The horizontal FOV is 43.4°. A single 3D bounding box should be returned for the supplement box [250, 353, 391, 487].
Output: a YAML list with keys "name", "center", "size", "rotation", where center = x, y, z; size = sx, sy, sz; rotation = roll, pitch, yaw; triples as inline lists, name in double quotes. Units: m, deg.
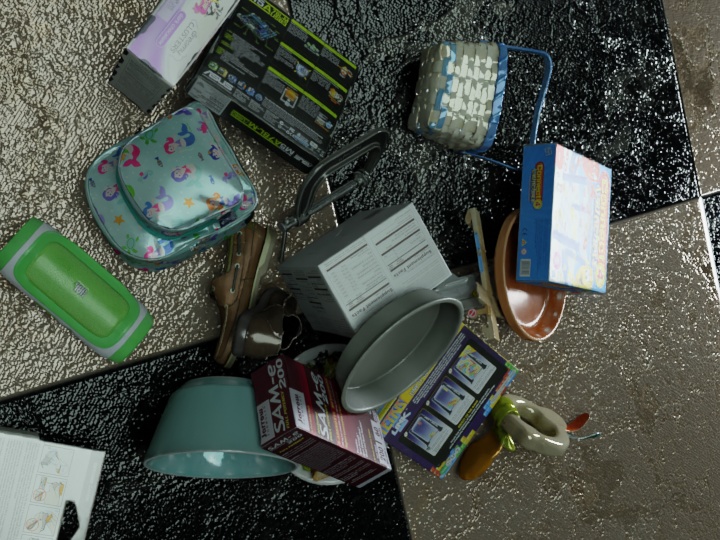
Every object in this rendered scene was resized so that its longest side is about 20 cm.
- name: "supplement box"
  center: [-0.049, 0.196, 1.160]
  size: [0.061, 0.110, 0.199]
  rotation: [-33, 139, 22]

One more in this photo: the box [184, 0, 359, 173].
- name: "box"
  center: [-0.112, -0.259, 1.220]
  size: [0.199, 0.047, 0.195]
  rotation: [32, 50, -19]

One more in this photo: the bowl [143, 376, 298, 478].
- name: "bowl"
  center: [-0.177, 0.202, 1.173]
  size: [0.198, 0.201, 0.107]
  rotation: [9, 67, -21]

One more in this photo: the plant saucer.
- name: "plant saucer"
  center: [0.255, 0.006, 1.371]
  size: [0.199, 0.032, 0.203]
  rotation: [9, 78, -50]

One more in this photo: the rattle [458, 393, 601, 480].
- name: "rattle"
  center: [0.267, 0.276, 1.399]
  size: [0.199, 0.129, 0.145]
  rotation: [14, 96, -47]

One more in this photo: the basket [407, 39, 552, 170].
- name: "basket"
  center: [0.179, -0.252, 1.321]
  size: [0.197, 0.139, 0.179]
  rotation: [12, 91, -15]

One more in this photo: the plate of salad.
- name: "plate of salad"
  center: [-0.036, 0.206, 1.289]
  size: [0.197, 0.048, 0.203]
  rotation: [0, 90, -21]

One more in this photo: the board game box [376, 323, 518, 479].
- name: "board game box"
  center: [0.113, 0.177, 1.305]
  size: [0.165, 0.057, 0.201]
  rotation: [39, 86, -32]

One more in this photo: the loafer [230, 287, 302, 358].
- name: "loafer"
  center: [-0.111, 0.078, 1.187]
  size: [0.070, 0.200, 0.074]
  rotation: [15, 105, 6]

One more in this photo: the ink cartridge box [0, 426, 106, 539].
- name: "ink cartridge box"
  center: [-0.431, 0.306, 1.136]
  size: [0.174, 0.045, 0.203]
  rotation: [15, 85, -20]

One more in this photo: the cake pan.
- name: "cake pan"
  center: [0.046, 0.100, 1.155]
  size: [0.199, 0.201, 0.037]
  rotation: [-33, 62, -18]

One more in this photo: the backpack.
- name: "backpack"
  center: [-0.246, -0.101, 1.157]
  size: [0.198, 0.151, 0.179]
  rotation: [-30, 87, -9]

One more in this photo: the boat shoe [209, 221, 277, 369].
- name: "boat shoe"
  center: [-0.174, 0.029, 1.229]
  size: [0.067, 0.072, 0.203]
  rotation: [19, 74, -15]

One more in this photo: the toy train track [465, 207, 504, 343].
- name: "toy train track"
  center: [0.169, 0.007, 1.312]
  size: [0.115, 0.032, 0.203]
  rotation: [35, 46, -59]

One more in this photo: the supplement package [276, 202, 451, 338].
- name: "supplement package"
  center: [0.000, 0.000, 1.220]
  size: [0.155, 0.200, 0.112]
  rotation: [-34, 101, -17]

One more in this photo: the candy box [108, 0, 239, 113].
- name: "candy box"
  center: [-0.229, -0.297, 1.131]
  size: [0.071, 0.200, 0.169]
  rotation: [38, 77, -17]

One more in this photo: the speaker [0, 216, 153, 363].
- name: "speaker"
  center: [-0.360, 0.026, 1.143]
  size: [0.200, 0.088, 0.089]
  rotation: [43, 76, -16]

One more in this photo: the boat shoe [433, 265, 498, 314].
- name: "boat shoe"
  center: [0.133, 0.032, 1.347]
  size: [0.197, 0.072, 0.069]
  rotation: [-13, 79, -18]

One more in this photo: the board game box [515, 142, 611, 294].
- name: "board game box"
  center: [0.311, -0.073, 1.368]
  size: [0.195, 0.055, 0.203]
  rotation: [9, 84, -51]

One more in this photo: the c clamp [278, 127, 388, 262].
- name: "c clamp"
  center: [-0.039, -0.117, 1.258]
  size: [0.199, 0.172, 0.027]
  rotation: [-37, 69, -28]
